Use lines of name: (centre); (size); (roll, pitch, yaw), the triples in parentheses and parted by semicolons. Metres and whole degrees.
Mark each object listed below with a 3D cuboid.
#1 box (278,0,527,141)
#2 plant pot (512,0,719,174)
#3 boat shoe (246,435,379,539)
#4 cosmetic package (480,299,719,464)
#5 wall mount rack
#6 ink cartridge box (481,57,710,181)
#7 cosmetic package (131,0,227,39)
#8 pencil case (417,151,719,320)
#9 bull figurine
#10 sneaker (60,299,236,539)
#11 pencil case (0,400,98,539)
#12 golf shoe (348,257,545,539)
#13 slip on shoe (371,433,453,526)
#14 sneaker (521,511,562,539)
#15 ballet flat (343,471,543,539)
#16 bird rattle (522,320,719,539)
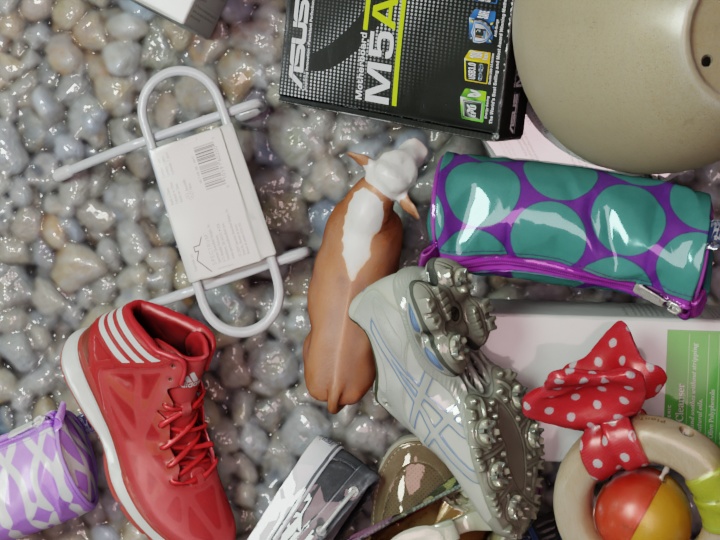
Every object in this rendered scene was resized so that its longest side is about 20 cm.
box: (0.036, -0.204, 1.126); (0.191, 0.047, 0.203); (14, 104, 31)
plant pot: (0.213, -0.154, 1.029); (0.198, 0.134, 0.203); (-4, 102, -18)
boat shoe: (-0.053, 0.224, 1.194); (0.067, 0.072, 0.201); (31, 87, 15)
cosmetic package: (0.169, 0.079, 1.160); (0.197, 0.085, 0.109); (0, 96, 3)
wall mount rack: (-0.134, -0.041, 1.190); (0.172, 0.075, 0.202); (-18, 91, 1)
ink cartridge box: (0.189, -0.114, 1.166); (0.198, 0.067, 0.117); (-28, 92, 4)
cosmetic package: (-0.106, -0.277, 1.157); (0.084, 0.108, 0.202); (26, 93, 4)
pencil case: (0.144, -0.024, 1.095); (0.197, 0.086, 0.093); (9, 56, 7)
bull figurine: (0.000, 0.000, 1.156); (0.064, 0.121, 0.202); (16, 94, 2)
sneaker: (-0.135, 0.114, 1.167); (0.115, 0.078, 0.201); (-34, 91, 45)
pencil case: (-0.291, 0.167, 1.199); (0.198, 0.084, 0.086); (-22, 126, 3)
golf shoe: (0.059, 0.089, 1.097); (0.096, 0.078, 0.202); (-11, 105, 40)
slip on shoe: (0.040, 0.225, 1.194); (0.075, 0.061, 0.203); (7, 93, 3)
sneaker: (0.124, 0.263, 1.193); (0.075, 0.077, 0.201); (30, 78, 39)
ballet flat: (0.062, 0.185, 1.143); (0.198, 0.071, 0.070); (-22, 83, -26)
bird rattle: (0.191, 0.143, 1.067); (0.198, 0.113, 0.164); (22, 115, 0)
